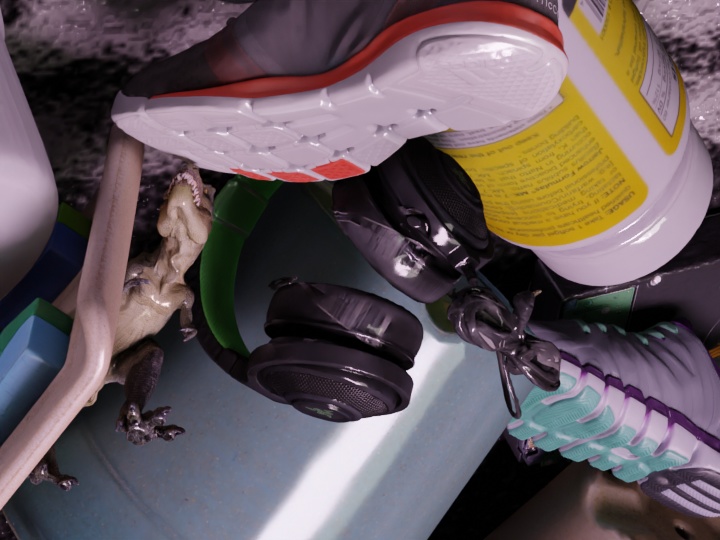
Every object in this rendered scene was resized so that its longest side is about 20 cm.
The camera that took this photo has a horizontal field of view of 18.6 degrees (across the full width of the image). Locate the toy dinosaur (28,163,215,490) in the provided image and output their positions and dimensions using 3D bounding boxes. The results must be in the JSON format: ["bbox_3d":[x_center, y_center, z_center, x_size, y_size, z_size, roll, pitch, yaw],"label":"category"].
[{"bbox_3d":[-0.109,0.043,0.905,0.047,0.088,0.200,26,129,-26],"label":"toy dinosaur"}]

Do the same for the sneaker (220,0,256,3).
[{"bbox_3d":[-0.043,-0.170,0.821,0.115,0.075,0.200,-44,141,13],"label":"sneaker"}]

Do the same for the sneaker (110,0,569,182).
[{"bbox_3d":[-0.006,-0.088,0.824,0.199,0.082,0.077,-9,157,33],"label":"sneaker"}]

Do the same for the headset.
[{"bbox_3d":[0.000,0.000,0.854,0.094,0.200,0.124,33,86,-48],"label":"headset"}]

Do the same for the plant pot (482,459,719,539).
[{"bbox_3d":[0.129,0.195,1.200,0.200,0.201,0.184,10,129,-38],"label":"plant pot"}]

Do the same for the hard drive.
[{"bbox_3d":[0.179,0.031,1.194,0.199,0.038,0.140,-14,138,-19],"label":"hard drive"}]

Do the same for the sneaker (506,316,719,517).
[{"bbox_3d":[0.126,0.051,1.121,0.200,0.088,0.074,30,149,-27],"label":"sneaker"}]

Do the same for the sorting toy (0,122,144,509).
[{"bbox_3d":[-0.147,0.050,0.858,0.036,0.185,0.200,29,112,-15],"label":"sorting toy"}]

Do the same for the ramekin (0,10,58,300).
[{"bbox_3d":[-0.208,-0.027,0.802,0.200,0.098,0.201,-25,162,-9],"label":"ramekin"}]

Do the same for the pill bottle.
[{"bbox_3d":[0.076,-0.079,0.958,0.114,0.114,0.200,-36,139,8],"label":"pill bottle"}]

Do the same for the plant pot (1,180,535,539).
[{"bbox_3d":[-0.030,0.069,1.000,0.196,0.200,0.200,-50,137,11],"label":"plant pot"}]
